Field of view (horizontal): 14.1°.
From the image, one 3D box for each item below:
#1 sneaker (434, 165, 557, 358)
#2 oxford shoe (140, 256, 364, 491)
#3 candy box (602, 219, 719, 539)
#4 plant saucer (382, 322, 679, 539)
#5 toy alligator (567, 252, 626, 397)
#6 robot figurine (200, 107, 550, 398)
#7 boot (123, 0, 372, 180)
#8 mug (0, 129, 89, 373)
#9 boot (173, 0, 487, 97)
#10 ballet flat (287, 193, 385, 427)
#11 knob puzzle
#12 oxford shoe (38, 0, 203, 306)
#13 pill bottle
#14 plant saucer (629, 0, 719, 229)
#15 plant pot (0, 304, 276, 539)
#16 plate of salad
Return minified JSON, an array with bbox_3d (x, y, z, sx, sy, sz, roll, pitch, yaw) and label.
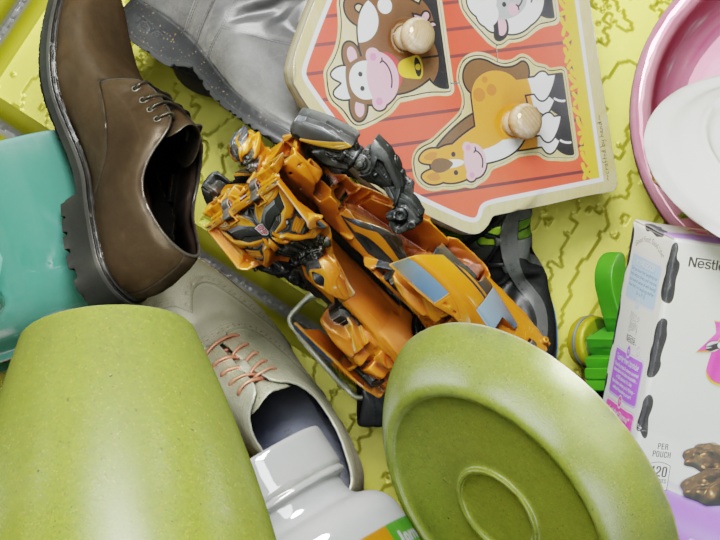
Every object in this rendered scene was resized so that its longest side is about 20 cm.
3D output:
[{"bbox_3d":[0.067,-0.027,1.665,0.071,0.083,0.200,-11,84,1],"label":"sneaker"},{"bbox_3d":[-0.063,0.057,1.662,0.071,0.074,0.200,-41,86,-14],"label":"oxford shoe"},{"bbox_3d":[0.221,0.083,1.607,0.168,0.072,0.200,7,98,-14],"label":"candy box"},{"bbox_3d":[0.080,0.121,1.535,0.031,0.200,0.200,-38,83,-34],"label":"plant saucer"},{"bbox_3d":[0.158,0.089,1.669,0.054,0.059,0.200,-2,91,-42],"label":"toy alligator"},{"bbox_3d":[0.000,0.000,1.577,0.200,0.145,0.058,43,50,-13],"label":"robot figurine"},{"bbox_3d":[-0.036,-0.144,1.627,0.200,0.070,0.132,36,95,20],"label":"boot"},{"bbox_3d":[-0.219,0.001,1.624,0.152,0.185,0.114,-21,87,34],"label":"mug"},{"bbox_3d":[-0.011,-0.139,1.692,0.200,0.075,0.074,-11,88,17],"label":"boot"},{"bbox_3d":[-0.018,0.001,1.674,0.073,0.073,0.200,-25,86,-1],"label":"ballet flat"},{"bbox_3d":[0.051,-0.118,1.597,0.220,0.030,0.220,1,87,-30],"label":"knob puzzle"},{"bbox_3d":[-0.122,-0.080,1.597,0.084,0.073,0.200,-24,69,27],"label":"oxford shoe"},{"bbox_3d":[-0.005,0.189,1.570,0.111,0.111,0.200,-32,83,-1],"label":"pill bottle"},{"bbox_3d":[0.255,-0.087,1.681,0.200,0.051,0.201,0,85,2],"label":"plant saucer"},{"bbox_3d":[-0.124,0.127,1.491,0.187,0.187,0.200,-5,68,2],"label":"plant pot"},{"bbox_3d":[0.251,-0.046,1.582,0.200,0.200,0.048,12,125,3],"label":"plate of salad"}]
